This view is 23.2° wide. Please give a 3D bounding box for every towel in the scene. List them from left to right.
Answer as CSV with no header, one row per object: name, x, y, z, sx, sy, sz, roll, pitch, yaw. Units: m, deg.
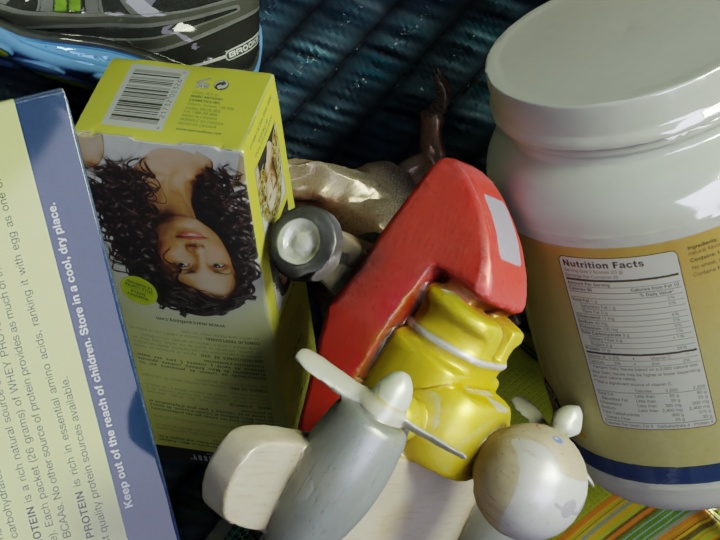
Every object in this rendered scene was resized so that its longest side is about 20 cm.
towel,0.102,0.101,0.880,0.200,0.018,0.086,42,120,-4

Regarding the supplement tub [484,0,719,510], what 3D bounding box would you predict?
supplement tub,0.135,-0.015,0.757,0.144,0.144,0.201,-27,120,-15

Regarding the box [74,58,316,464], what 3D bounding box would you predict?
box,-0.064,0.005,0.745,0.075,0.050,0.201,6,137,14

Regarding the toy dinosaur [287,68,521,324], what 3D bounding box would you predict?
toy dinosaur,0.000,0.000,0.809,0.135,0.086,0.201,-20,117,15

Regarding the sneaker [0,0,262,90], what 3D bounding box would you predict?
sneaker,-0.129,-0.124,0.738,0.198,0.071,0.083,14,87,-30

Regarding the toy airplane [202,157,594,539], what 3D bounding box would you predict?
toy airplane,0.019,0.083,0.686,0.200,0.140,0.200,-49,141,-41

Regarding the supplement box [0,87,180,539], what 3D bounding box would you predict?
supplement box,-0.193,0.050,0.684,0.198,0.134,0.202,-16,96,-14

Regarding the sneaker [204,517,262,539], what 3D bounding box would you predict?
sneaker,-0.024,0.121,0.816,0.078,0.091,0.201,50,46,-23
